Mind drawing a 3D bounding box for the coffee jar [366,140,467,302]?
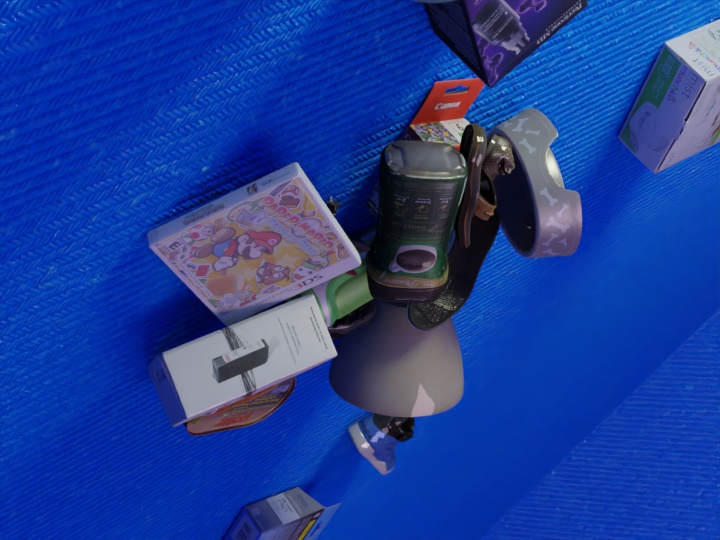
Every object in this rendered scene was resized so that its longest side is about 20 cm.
[{"bbox_3d":[0.064,-0.053,1.432,0.103,0.086,0.202,2,128,-8],"label":"coffee jar"}]

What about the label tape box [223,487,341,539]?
[{"bbox_3d":[-0.149,0.463,2.125,0.199,0.063,0.145,-11,142,-48],"label":"label tape box"}]

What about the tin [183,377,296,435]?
[{"bbox_3d":[-0.171,0.174,1.645,0.199,0.042,0.113,-1,131,-54],"label":"tin"}]

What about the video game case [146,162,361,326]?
[{"bbox_3d":[-0.112,-0.023,1.317,0.180,0.023,0.200,-25,146,7],"label":"video game case"}]

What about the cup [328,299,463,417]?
[{"bbox_3d":[0.059,0.097,1.701,0.199,0.199,0.145,-16,122,-42],"label":"cup"}]

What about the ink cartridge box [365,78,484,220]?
[{"bbox_3d":[0.095,-0.145,1.481,0.108,0.050,0.201,-14,145,-44],"label":"ink cartridge box"}]

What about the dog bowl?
[{"bbox_3d":[0.221,-0.109,1.564,0.058,0.202,0.201,-16,150,-11],"label":"dog bowl"}]

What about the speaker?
[{"bbox_3d":[0.000,0.000,1.546,0.199,0.089,0.089,-31,154,-21],"label":"speaker"}]

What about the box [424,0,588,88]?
[{"bbox_3d":[0.141,-0.308,1.213,0.148,0.105,0.200,-41,155,-1],"label":"box"}]

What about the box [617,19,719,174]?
[{"bbox_3d":[0.516,-0.270,1.827,0.175,0.097,0.201,-25,152,-29],"label":"box"}]

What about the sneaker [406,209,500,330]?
[{"bbox_3d":[0.110,-0.004,1.646,0.201,0.083,0.121,-57,-169,-15],"label":"sneaker"}]

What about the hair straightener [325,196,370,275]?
[{"bbox_3d":[-0.060,-0.057,1.377,0.199,0.041,0.077,24,100,-41],"label":"hair straightener"}]

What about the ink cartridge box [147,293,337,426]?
[{"bbox_3d":[-0.145,0.110,1.431,0.198,0.085,0.144,-21,175,-18],"label":"ink cartridge box"}]

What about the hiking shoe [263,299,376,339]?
[{"bbox_3d":[-0.074,0.078,1.602,0.198,0.076,0.101,-17,156,-25],"label":"hiking shoe"}]

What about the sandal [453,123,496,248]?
[{"bbox_3d":[0.144,-0.101,1.466,0.054,0.082,0.201,-1,138,-5],"label":"sandal"}]

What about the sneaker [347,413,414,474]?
[{"bbox_3d":[0.057,0.297,2.129,0.111,0.077,0.200,-32,149,3],"label":"sneaker"}]

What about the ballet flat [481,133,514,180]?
[{"bbox_3d":[0.160,-0.122,1.553,0.068,0.046,0.200,-63,-177,-20],"label":"ballet flat"}]

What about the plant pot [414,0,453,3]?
[{"bbox_3d":[0.068,-0.321,0.989,0.199,0.201,0.161,-31,165,-20],"label":"plant pot"}]
